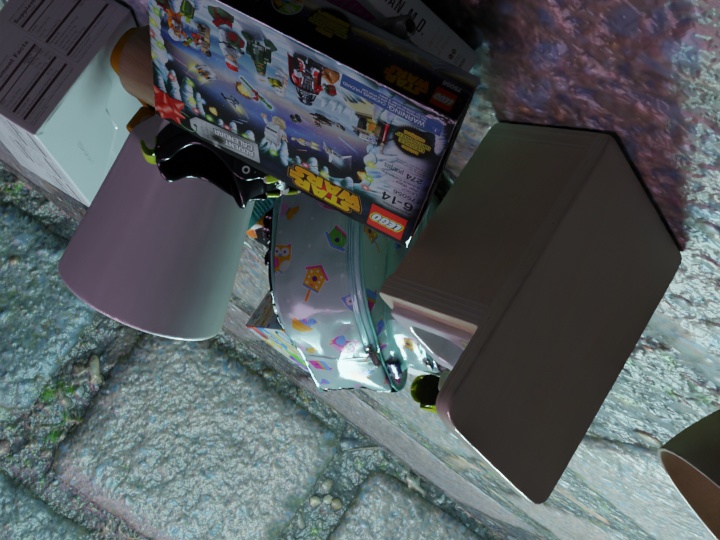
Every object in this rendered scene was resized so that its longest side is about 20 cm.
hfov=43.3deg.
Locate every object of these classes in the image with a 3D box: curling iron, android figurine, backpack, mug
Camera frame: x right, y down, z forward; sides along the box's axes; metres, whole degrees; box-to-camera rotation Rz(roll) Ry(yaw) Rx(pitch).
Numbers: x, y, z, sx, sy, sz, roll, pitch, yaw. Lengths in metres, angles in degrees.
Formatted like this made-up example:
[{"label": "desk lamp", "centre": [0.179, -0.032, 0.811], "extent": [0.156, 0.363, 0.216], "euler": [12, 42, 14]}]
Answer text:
[{"label": "curling iron", "centre": [-0.046, -0.143, 0.575], "extent": [0.198, 0.026, 0.049], "euler": [9, 166, 41]}, {"label": "android figurine", "centre": [0.144, 0.138, 0.917], "extent": [0.180, 0.042, 0.199], "euler": [2, 167, 38]}, {"label": "backpack", "centre": [0.000, 0.000, 0.787], "extent": [0.151, 0.178, 0.200], "euler": [-5, 150, 21]}, {"label": "mug", "centre": [-0.161, -0.052, 0.781], "extent": [0.148, 0.155, 0.187], "euler": [21, -165, -16]}]

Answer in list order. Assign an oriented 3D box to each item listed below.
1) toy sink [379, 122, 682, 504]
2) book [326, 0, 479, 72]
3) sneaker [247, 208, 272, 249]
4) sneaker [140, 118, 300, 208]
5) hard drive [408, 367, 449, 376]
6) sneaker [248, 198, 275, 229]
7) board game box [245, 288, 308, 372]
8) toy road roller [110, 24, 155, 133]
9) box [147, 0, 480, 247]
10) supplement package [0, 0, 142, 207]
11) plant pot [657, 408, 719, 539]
[{"label": "toy sink", "centre": [0.100, 0.024, 0.597], "extent": [0.111, 0.201, 0.130], "euler": [17, 159, 50]}, {"label": "book", "centre": [-0.033, -0.176, 0.580], "extent": [0.199, 0.048, 0.133], "euler": [39, 164, -18]}, {"label": "sneaker", "centre": [-0.075, -0.051, 1.062], "extent": [0.089, 0.071, 0.199], "euler": [30, 173, -33]}, {"label": "sneaker", "centre": [-0.063, -0.073, 0.666], "extent": [0.197, 0.084, 0.072], "euler": [14, 148, 7]}, {"label": "hard drive", "centre": [0.134, 0.114, 0.987], "extent": [0.198, 0.026, 0.131], "euler": [17, 167, -30]}, {"label": "sneaker", "centre": [-0.183, -0.093, 1.040], "extent": [0.198, 0.121, 0.084], "euler": [26, 164, 35]}, {"label": "board game box", "centre": [-0.039, 0.052, 1.014], "extent": [0.103, 0.106, 0.200], "euler": [38, 167, -15]}, {"label": "toy road roller", "centre": [-0.177, -0.121, 0.882], "extent": [0.122, 0.147, 0.200], "euler": [28, 165, 24]}, {"label": "box", "centre": [-0.037, -0.106, 0.560], "extent": [0.198, 0.040, 0.137], "euler": [28, 151, 6]}, {"label": "supplement package", "centre": [-0.302, -0.185, 0.945], "extent": [0.110, 0.157, 0.200], "euler": [30, 166, 8]}, {"label": "plant pot", "centre": [0.317, 0.152, 0.596], "extent": [0.201, 0.134, 0.200], "euler": [50, 179, 2]}]
